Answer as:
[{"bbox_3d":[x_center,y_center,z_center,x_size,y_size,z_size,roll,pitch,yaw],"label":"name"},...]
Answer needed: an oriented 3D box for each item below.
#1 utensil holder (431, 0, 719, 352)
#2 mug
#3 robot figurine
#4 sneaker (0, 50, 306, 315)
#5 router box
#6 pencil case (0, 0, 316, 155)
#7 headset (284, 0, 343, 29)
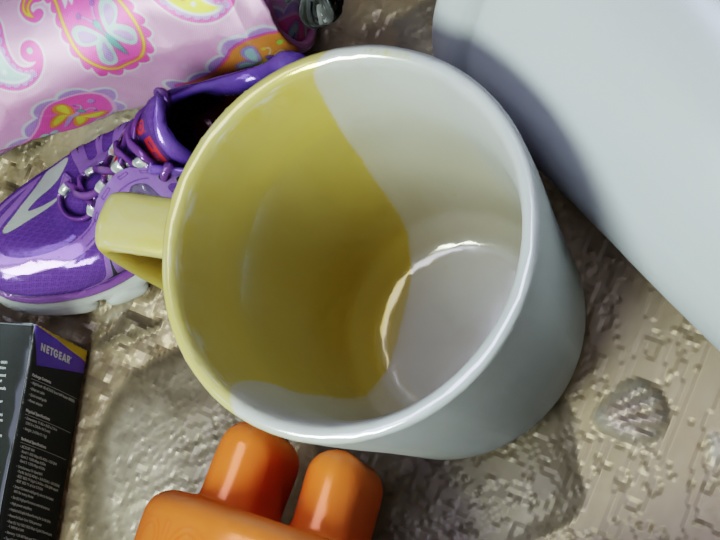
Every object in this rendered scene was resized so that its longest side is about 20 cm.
[{"bbox_3d":[0.150,-0.067,0.729,0.170,0.170,0.200,-43,66,6],"label":"utensil holder"},{"bbox_3d":[0.009,-0.003,0.774,0.150,0.153,0.186,-48,63,3],"label":"mug"},{"bbox_3d":[-0.052,0.165,0.772,0.116,0.143,0.202,-1,69,64],"label":"robot figurine"},{"bbox_3d":[-0.095,-0.049,0.870,0.199,0.083,0.081,-27,66,14],"label":"sneaker"},{"bbox_3d":[-0.236,0.102,0.899,0.198,0.052,0.159,3,75,23],"label":"router box"},{"bbox_3d":[-0.121,-0.111,0.898,0.199,0.087,0.088,-17,69,18],"label":"pencil case"},{"bbox_3d":[0.016,-0.195,0.854,0.123,0.094,0.201,18,68,16],"label":"headset"}]
